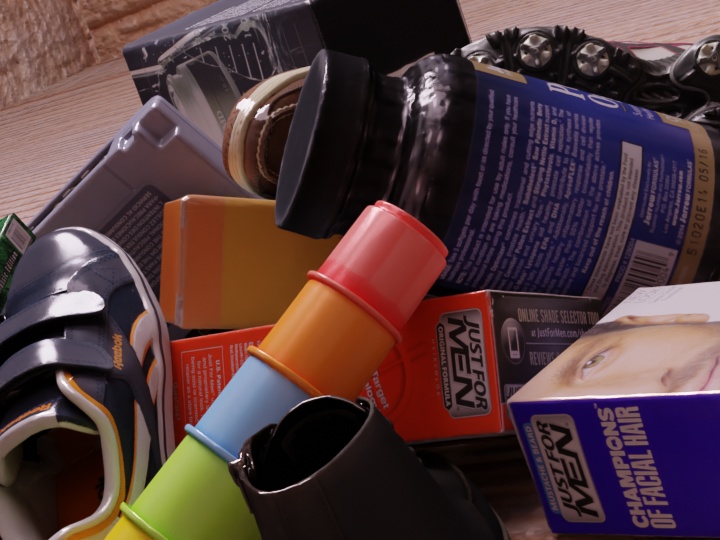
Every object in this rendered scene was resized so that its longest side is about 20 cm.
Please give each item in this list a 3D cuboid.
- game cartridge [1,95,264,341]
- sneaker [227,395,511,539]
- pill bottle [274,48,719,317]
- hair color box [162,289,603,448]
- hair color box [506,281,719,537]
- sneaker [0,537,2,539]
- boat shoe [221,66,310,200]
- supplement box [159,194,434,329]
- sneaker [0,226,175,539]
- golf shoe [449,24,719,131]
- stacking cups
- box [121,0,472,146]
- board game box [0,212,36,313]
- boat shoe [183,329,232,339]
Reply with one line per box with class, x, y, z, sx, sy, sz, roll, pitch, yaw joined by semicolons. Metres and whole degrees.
game cartridge;-0.126;0.011;0.953;0.200;0.133;0.041;-41;17;23
sneaker;0.007;0.082;0.630;0.074;0.107;0.200;-18;13;6
pill bottle;0.066;-0.037;0.809;0.199;0.113;0.112;14;9;-11
hair color box;0.002;0.052;0.779;0.199;0.062;0.101;-11;-9;35
hair color box;0.166;0.047;0.637;0.199;0.065;0.109;-9;18;44
sneaker;-0.203;0.101;0.938;0.087;0.075;0.200;-13;13;-30
boat shoe;0.017;-0.069;0.919;0.075;0.075;0.202;17;17;38
supplement box;0.000;0.000;0.881;0.199;0.067;0.069;3;-1;-13
sneaker;-0.127;0.053;0.753;0.078;0.079;0.201;-32;54;17
golf shoe;0.138;-0.086;0.908;0.198;0.078;0.088;1;0;7
stacking cups;-0.036;0.064;0.684;0.200;0.060;0.060;-52;22;-11
box;-0.022;-0.084;1.109;0.124;0.201;0.196;-31;17;-37
board game box;-0.256;0.048;0.880;0.199;0.023;0.105;-28;26;24
boat shoe;-0.113;0.079;0.861;0.072;0.061;0.201;-50;-10;35
